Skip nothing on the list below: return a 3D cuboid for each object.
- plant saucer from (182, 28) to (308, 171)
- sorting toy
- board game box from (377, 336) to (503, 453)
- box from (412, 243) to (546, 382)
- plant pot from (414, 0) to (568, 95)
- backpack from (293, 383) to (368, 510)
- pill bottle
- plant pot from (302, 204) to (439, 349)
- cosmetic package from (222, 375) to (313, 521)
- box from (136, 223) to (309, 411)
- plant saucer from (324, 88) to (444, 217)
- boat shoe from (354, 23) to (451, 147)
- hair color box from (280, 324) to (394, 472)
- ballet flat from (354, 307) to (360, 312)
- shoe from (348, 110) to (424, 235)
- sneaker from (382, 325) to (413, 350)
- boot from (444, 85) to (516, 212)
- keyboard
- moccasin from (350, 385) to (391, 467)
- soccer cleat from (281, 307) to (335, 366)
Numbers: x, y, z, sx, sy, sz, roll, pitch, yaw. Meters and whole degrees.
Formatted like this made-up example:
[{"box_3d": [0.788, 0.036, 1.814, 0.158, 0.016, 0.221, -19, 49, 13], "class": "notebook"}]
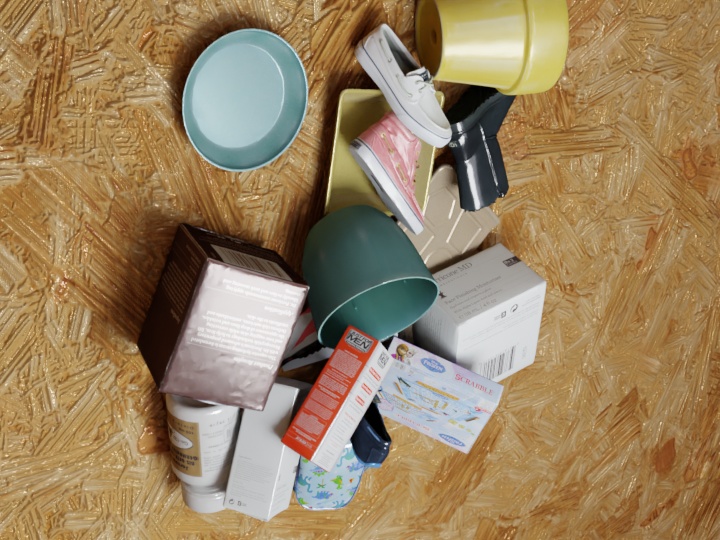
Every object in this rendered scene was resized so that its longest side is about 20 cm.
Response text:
[{"box_3d": [-0.166, -0.242, 1.407, 0.198, 0.036, 0.203, -16, 120, -30], "class": "plant saucer"}, {"box_3d": [0.128, -0.061, 1.709, 0.201, 0.036, 0.185, -49, 130, 0], "class": "sorting toy"}, {"box_3d": [0.121, 0.214, 1.685, 0.200, 0.198, 0.041, 108, 8, -55], "class": "board game box"}, {"box_3d": [0.202, 0.094, 1.746, 0.197, 0.131, 0.202, -24, 136, -25], "class": "box"}, {"box_3d": [0.189, -0.363, 1.514, 0.186, 0.201, 0.204, -9, 118, -15], "class": "plant pot"}, {"box_3d": [-0.059, 0.303, 1.676, 0.161, 0.155, 0.201, 0, 139, -22], "class": "backpack"}, {"box_3d": [-0.239, 0.268, 1.544, 0.113, 0.114, 0.203, -15, 122, -29], "class": "pill bottle"}, {"box_3d": [0.000, 0.000, 1.533, 0.198, 0.163, 0.201, -19, 153, -10], "class": "plant pot"}, {"box_3d": [-0.139, 0.266, 1.530, 0.113, 0.080, 0.203, 7, 96, -78], "class": "cosmetic package"}, {"box_3d": [-0.201, 0.066, 1.430, 0.164, 0.164, 0.202, 17, 102, -29], "class": "box"}, {"box_3d": [0.027, -0.188, 1.563, 0.198, 0.048, 0.203, -5, 115, -34], "class": "plant saucer"}, {"box_3d": [0.073, -0.274, 1.472, 0.200, 0.067, 0.074, 47, 38, -3], "class": "boat shoe"}, {"box_3d": [-0.031, 0.194, 1.498, 0.202, 0.061, 0.102, -58, 156, -11], "class": "hair color box"}, {"box_3d": [-0.012, 0.136, 1.669, 0.071, 0.072, 0.203, -22, 122, -25], "class": "ballet flat"}, {"box_3d": [0.066, -0.149, 1.532, 0.091, 0.071, 0.201, -42, 126, -7], "class": "shoe"}, {"box_3d": [0.054, 0.129, 1.735, 0.074, 0.071, 0.203, -13, 117, -8], "class": "sneaker"}, {"box_3d": [0.210, -0.210, 1.639, 0.200, 0.076, 0.170, -44, 128, -35], "class": "boot"}, {"box_3d": [-0.040, 0.113, 1.624, 0.197, 0.011, 0.057, -17, 120, 3], "class": "keyboard"}, {"box_3d": [0.008, 0.215, 1.583, 0.080, 0.201, 0.068, 6, 133, -39], "class": "moccasin"}, {"box_3d": [-0.139, 0.119, 1.583, 0.198, 0.074, 0.068, -26, 163, 0], "class": "soccer cleat"}]
